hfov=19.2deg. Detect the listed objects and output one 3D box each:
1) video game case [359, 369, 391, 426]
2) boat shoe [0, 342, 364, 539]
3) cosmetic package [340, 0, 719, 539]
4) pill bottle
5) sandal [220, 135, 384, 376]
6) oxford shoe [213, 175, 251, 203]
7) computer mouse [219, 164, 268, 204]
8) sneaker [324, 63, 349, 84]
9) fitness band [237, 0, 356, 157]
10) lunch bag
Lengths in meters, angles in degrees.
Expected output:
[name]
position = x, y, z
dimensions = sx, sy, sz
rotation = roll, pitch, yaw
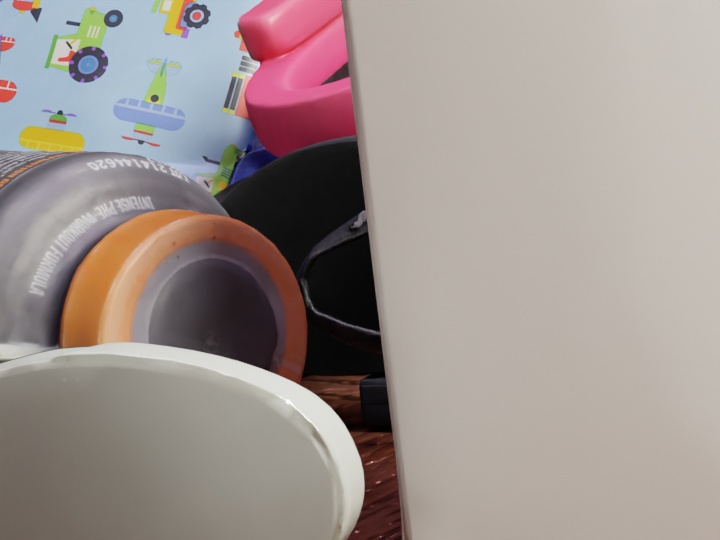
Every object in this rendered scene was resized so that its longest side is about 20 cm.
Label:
[video game case]
position = 0.110, 0.019, 0.732
dimensions = 0.143, 0.019, 0.200
rotation = -2, 10, 31
[boat shoe]
position = -0.085, 0.050, 0.547
dimensions = 0.200, 0.071, 0.064
rotation = -5, 11, 25
[cosmetic package]
position = 0.059, -0.032, 0.525
dimensions = 0.107, 0.200, 0.085
rotation = -2, 12, 20
[pill bottle]
position = -0.102, 0.015, 0.664
dimensions = 0.106, 0.106, 0.200
rotation = -15, 12, -36
[sandal]
position = 0.034, -0.004, 0.654
dimensions = 0.200, 0.076, 0.043
rotation = -4, 12, 23
[oxford shoe]
position = 0.000, 0.000, 0.785
dimensions = 0.084, 0.073, 0.200
rotation = 11, 23, 40
[computer mouse]
position = 0.042, -0.038, 0.720
dimensions = 0.200, 0.034, 0.059
rotation = -21, 25, 6
[sneaker]
position = -0.020, -0.101, 0.930
dimensions = 0.200, 0.082, 0.077
rotation = 13, 27, 35
[fitness band]
position = 0.041, -0.099, 0.769
dimensions = 0.143, 0.037, 0.200
rotation = 5, 36, 43
[lunch bag]
position = -0.112, -0.063, 0.903
dimensions = 0.200, 0.151, 0.094
rotation = 6, -20, 32
